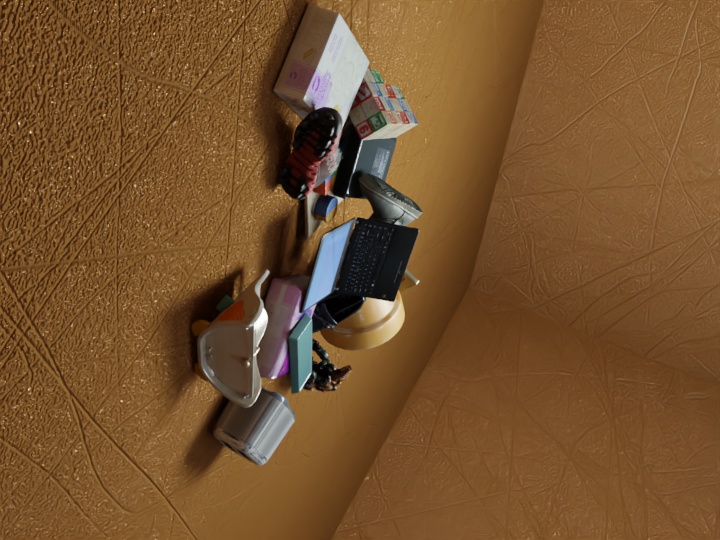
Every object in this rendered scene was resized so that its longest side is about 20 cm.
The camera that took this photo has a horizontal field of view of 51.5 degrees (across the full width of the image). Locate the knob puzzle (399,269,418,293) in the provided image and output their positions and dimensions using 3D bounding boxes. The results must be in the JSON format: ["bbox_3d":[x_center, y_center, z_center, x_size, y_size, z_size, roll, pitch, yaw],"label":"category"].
[{"bbox_3d":[0.041,-0.033,1.700,0.030,0.220,0.220,-48,160,-14],"label":"knob puzzle"}]

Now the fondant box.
[{"bbox_3d":[-0.059,-0.319,1.219,0.144,0.058,0.200,-68,164,0],"label":"fondant box"}]

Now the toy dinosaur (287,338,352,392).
[{"bbox_3d":[-0.089,0.227,1.710,0.200,0.136,0.102,-29,-155,30],"label":"toy dinosaur"}]

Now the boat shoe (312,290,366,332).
[{"bbox_3d":[-0.073,0.086,1.557,0.075,0.200,0.062,57,11,-22],"label":"boat shoe"}]

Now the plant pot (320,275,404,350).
[{"bbox_3d":[-0.013,0.044,1.667,0.200,0.200,0.183,-55,145,-40],"label":"plant pot"}]

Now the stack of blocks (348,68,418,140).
[{"bbox_3d":[0.033,-0.314,1.415,0.059,0.115,0.200,-27,180,23],"label":"stack of blocks"}]

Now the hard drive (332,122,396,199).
[{"bbox_3d":[0.012,-0.213,1.492,0.200,0.033,0.140,-9,117,-70],"label":"hard drive"}]

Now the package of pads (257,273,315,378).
[{"bbox_3d":[-0.150,0.107,1.464,0.120,0.076,0.200,-11,121,-69],"label":"package of pads"}]

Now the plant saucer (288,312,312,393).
[{"bbox_3d":[-0.117,0.170,1.488,0.070,0.019,0.200,-56,162,-37],"label":"plant saucer"}]

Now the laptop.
[{"bbox_3d":[0.000,0.000,1.427,0.103,0.200,0.177,-98,-158,-56],"label":"laptop"}]

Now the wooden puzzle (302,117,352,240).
[{"bbox_3d":[-0.052,-0.176,1.461,0.185,0.046,0.200,-54,160,-43],"label":"wooden puzzle"}]

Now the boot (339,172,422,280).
[{"bbox_3d":[0.010,-0.078,1.481,0.182,0.073,0.200,31,112,-37],"label":"boot"}]

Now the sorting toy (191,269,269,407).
[{"bbox_3d":[-0.196,0.092,1.264,0.180,0.107,0.200,-62,165,-48],"label":"sorting toy"}]

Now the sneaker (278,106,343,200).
[{"bbox_3d":[-0.068,-0.203,1.232,0.098,0.071,0.200,-40,170,-38],"label":"sneaker"}]

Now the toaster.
[{"bbox_3d":[-0.208,0.296,1.460,0.129,0.114,0.200,-60,165,-21],"label":"toaster"}]
